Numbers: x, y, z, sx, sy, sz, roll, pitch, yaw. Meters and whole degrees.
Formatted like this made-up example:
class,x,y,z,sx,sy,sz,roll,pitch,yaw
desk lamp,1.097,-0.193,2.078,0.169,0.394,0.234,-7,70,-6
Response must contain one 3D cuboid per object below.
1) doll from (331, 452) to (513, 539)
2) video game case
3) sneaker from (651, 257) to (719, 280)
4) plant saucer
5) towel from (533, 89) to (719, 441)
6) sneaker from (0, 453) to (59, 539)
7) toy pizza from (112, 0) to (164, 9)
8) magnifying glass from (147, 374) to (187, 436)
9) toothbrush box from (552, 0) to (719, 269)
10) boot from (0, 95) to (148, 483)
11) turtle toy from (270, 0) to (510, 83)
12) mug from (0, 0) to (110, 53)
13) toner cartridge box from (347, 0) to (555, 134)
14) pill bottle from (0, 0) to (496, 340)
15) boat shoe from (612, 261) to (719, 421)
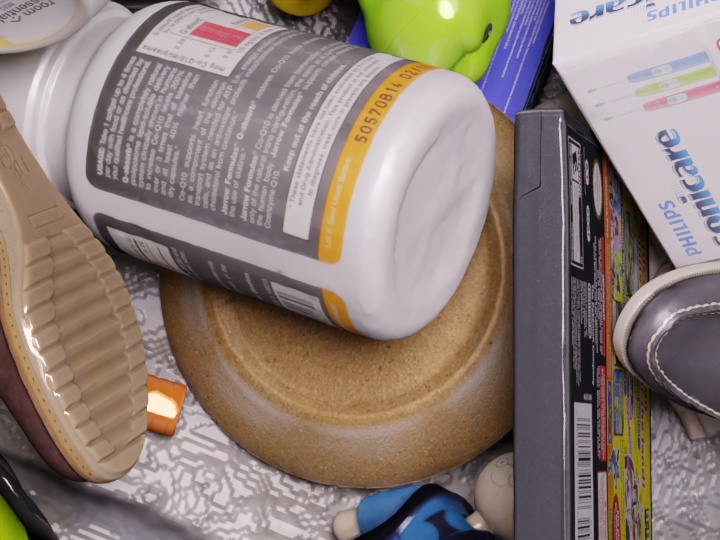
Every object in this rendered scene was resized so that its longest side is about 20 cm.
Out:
class,x,y,z,sx,sy,sz,roll,pitch,yaw
doll,0.006,0.149,0.854,0.200,0.136,0.049,-34,125,-7
video game case,0.100,0.042,0.853,0.025,0.181,0.201,-2,84,19
sneaker,0.229,-0.031,0.932,0.080,0.071,0.200,46,80,-7
plant saucer,0.000,0.000,0.895,0.200,0.035,0.201,-1,84,8
towel,0.208,-0.036,0.980,0.200,0.032,0.191,-24,81,-16
sneaker,-0.151,0.159,0.835,0.071,0.083,0.200,-23,80,-13
toy pizza,-0.117,-0.228,0.971,0.200,0.032,0.201,3,75,-9
magnifying glass,-0.179,0.037,0.897,0.199,0.022,0.080,17,73,-4
toothbrush box,0.155,-0.126,0.884,0.086,0.146,0.200,-14,45,25
boot,-0.186,0.023,0.827,0.072,0.166,0.200,-12,74,-58
turtle toy,0.015,-0.175,0.894,0.101,0.146,0.201,2,69,-14
mug,-0.149,-0.165,0.777,0.149,0.187,0.154,-1,69,-7
toner cartridge box,0.058,-0.143,0.965,0.095,0.043,0.200,19,72,9
pill bottle,-0.053,-0.051,0.826,0.200,0.116,0.117,19,71,24
boat shoe,0.203,0.051,0.867,0.200,0.063,0.073,19,107,-30
